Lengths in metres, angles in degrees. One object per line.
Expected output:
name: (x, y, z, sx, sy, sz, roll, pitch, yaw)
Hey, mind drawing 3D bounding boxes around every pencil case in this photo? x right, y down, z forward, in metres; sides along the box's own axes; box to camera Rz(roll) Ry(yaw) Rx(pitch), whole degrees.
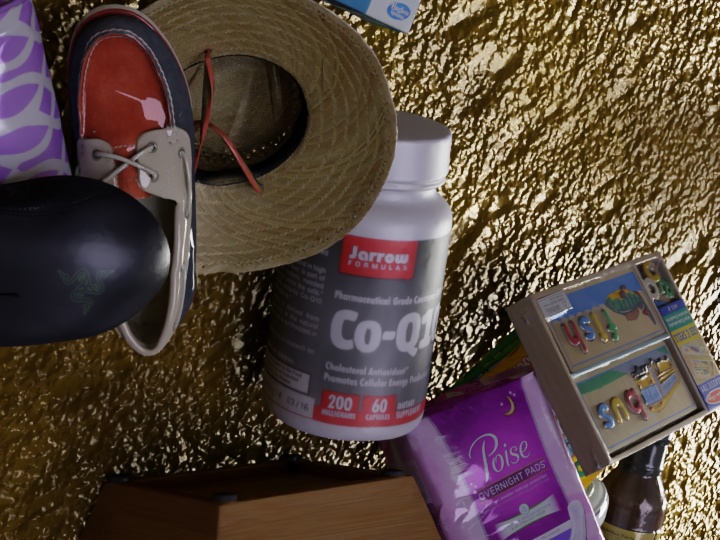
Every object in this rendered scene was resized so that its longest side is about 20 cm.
pencil case: (-0.204, -0.064, 0.918, 0.085, 0.084, 0.202, -8, 116, 1)

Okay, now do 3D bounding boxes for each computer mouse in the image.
computer mouse: (-0.199, 0.006, 0.880, 0.053, 0.198, 0.140, -75, 156, -60)

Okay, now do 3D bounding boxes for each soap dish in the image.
soap dish: (-0.066, 0.173, 1.098, 0.199, 0.156, 0.082, -2, 92, -42)

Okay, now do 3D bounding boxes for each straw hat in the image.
straw hat: (-0.080, -0.099, 1.005, 0.199, 0.085, 0.203, -2, 121, -3)

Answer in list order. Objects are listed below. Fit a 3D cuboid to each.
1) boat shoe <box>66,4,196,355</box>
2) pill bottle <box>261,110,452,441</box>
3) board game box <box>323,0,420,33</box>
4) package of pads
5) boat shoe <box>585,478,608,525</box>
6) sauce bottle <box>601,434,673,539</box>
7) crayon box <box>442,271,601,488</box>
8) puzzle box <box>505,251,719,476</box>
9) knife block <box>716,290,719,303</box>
boat shoe: (-0.129, -0.049, 0.946, 0.070, 0.063, 0.202, -2, 120, 0)
pill bottle: (0.000, 0.000, 1.105, 0.113, 0.113, 0.202, -7, 112, -40)
board game box: (0.002, -0.269, 1.041, 0.150, 0.047, 0.202, 16, 97, -45)
package of pads: (0.103, 0.179, 1.183, 0.120, 0.076, 0.202, -22, 89, -26)
boat shoe: (0.122, 0.187, 1.332, 0.198, 0.071, 0.071, -13, 119, -31)
sauce bottle: (0.229, 0.222, 1.444, 0.064, 0.064, 0.202, 3, 105, -43)
crayon box: (0.139, 0.110, 1.281, 0.200, 0.058, 0.119, -40, 97, -23)
puzzle box: (0.197, 0.065, 1.239, 0.199, 0.025, 0.134, -16, 78, -51)
knife block: (0.409, -0.009, 1.512, 0.199, 0.064, 0.177, -7, 112, -41)
